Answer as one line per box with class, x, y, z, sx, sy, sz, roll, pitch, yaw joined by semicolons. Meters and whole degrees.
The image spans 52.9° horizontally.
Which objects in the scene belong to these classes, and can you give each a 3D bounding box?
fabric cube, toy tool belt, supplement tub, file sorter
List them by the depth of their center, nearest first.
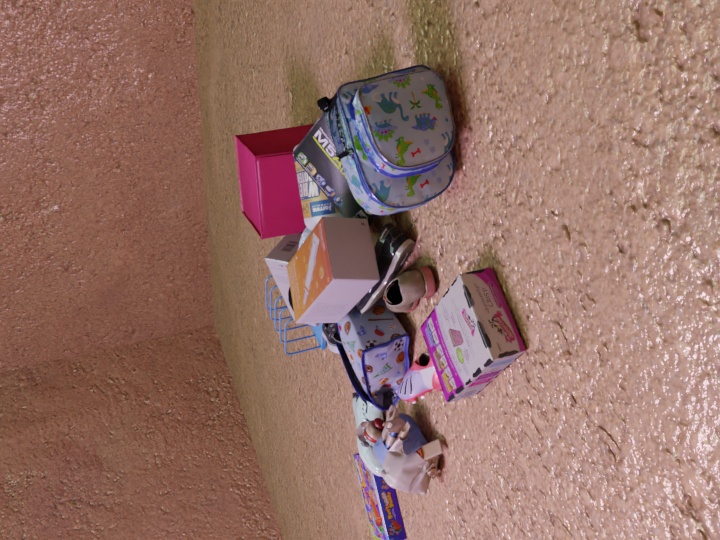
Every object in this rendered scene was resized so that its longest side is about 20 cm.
toy tool belt;0.086;0.330;1.420;0.124;0.123;0.200;-60;37;14
supplement tub;-0.052;-0.161;1.458;0.144;0.142;0.205;-177;76;-70
fabric cube;-0.169;-0.211;1.682;0.200;0.195;0.200;-134;39;-56
file sorter;-0.181;0.112;2.005;0.201;0.120;0.141;-121;28;-45

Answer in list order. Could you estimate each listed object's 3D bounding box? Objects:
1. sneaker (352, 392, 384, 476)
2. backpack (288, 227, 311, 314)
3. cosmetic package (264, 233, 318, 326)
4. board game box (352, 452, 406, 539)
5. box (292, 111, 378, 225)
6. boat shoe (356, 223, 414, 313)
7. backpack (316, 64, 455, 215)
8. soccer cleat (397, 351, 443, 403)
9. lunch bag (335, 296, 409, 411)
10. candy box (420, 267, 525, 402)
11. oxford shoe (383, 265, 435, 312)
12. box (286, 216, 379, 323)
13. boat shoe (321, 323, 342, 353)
sneaker;0.026;0.349;1.612;0.119;0.072;0.204;100;155;-59
backpack;-0.079;-0.009;1.606;0.127;0.164;0.203;49;134;35
cosmetic package;-0.137;0.022;1.738;0.084;0.108;0.203;10;134;35
board game box;0.043;0.533;1.717;0.134;0.044;0.204;143;114;-69
box;-0.013;-0.187;1.297;0.201;0.047;0.193;50;147;-4
boat shoe;0.035;-0.001;1.357;0.067;0.072;0.202;38;131;12
backpack;0.054;-0.193;1.088;0.147;0.180;0.204;171;82;-71
soccer cleat;0.113;0.184;1.286;0.077;0.066;0.200;58;154;2
lunch bag;0.021;0.165;1.472;0.171;0.121;0.203;-119;16;-45
candy box;0.166;0.104;1.112;0.201;0.060;0.139;116;139;-61
oxford shoe;0.070;0.038;1.324;0.200;0.073;0.072;130;125;-68
box;-0.056;0.004;1.356;0.200;0.096;0.127;-47;48;53
boat shoe;-0.053;0.144;1.756;0.200;0.068;0.068;-139;39;-71
